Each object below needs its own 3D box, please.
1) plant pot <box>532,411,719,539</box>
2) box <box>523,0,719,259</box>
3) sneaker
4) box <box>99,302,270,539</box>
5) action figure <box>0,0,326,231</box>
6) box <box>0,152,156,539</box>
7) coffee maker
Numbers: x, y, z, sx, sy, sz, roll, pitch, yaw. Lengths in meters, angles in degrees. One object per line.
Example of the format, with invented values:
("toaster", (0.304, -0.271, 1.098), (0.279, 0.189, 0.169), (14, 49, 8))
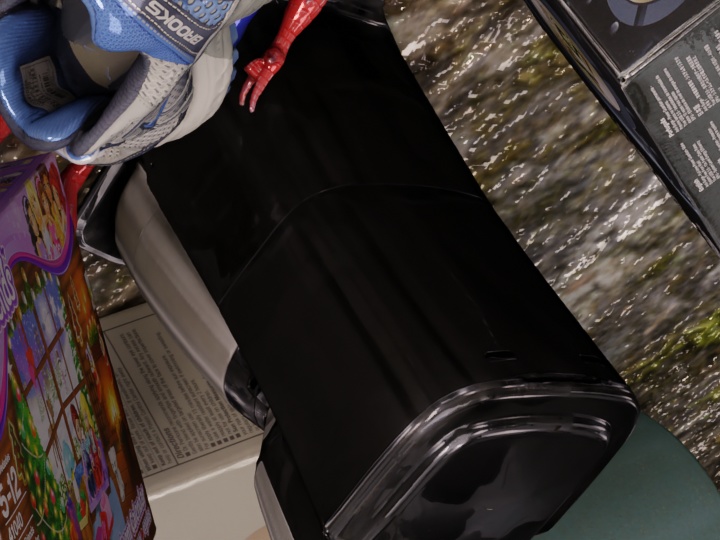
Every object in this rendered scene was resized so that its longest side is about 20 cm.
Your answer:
("plant pot", (0.071, 0.167, 1.187), (0.195, 0.200, 0.201), (-21, 146, -33))
("box", (0.112, -0.102, 0.879), (0.086, 0.164, 0.200), (-37, 148, 4))
("sneaker", (-0.083, -0.071, 0.733), (0.085, 0.077, 0.200), (-43, 178, -23))
("box", (-0.074, 0.068, 1.007), (0.199, 0.095, 0.078), (-18, 145, -21))
("action figure", (-0.052, -0.096, 0.842), (0.065, 0.052, 0.200), (40, 104, -21))
("box", (-0.105, 0.052, 0.721), (0.039, 0.200, 0.138), (-13, 103, 5))
("coffee maker", (0.000, 0.000, 0.880), (0.134, 0.201, 0.193), (-16, 144, -27))
